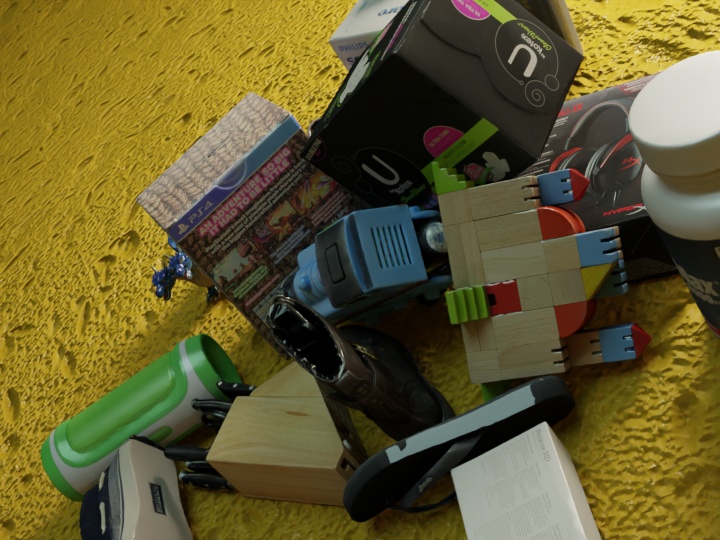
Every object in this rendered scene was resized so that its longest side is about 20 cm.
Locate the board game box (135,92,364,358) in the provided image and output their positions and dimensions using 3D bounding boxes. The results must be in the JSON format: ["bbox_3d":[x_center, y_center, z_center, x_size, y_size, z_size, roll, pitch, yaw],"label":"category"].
[{"bbox_3d":[-0.091,-0.044,1.051,0.159,0.200,0.097,-43,35,-8],"label":"board game box"}]

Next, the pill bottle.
[{"bbox_3d":[0.262,-0.046,0.725,0.119,0.200,0.120,-25,36,20],"label":"pill bottle"}]

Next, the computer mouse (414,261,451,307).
[{"bbox_3d":[0.072,-0.048,1.043,0.110,0.044,0.200,-44,36,13],"label":"computer mouse"}]

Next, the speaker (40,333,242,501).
[{"bbox_3d":[-0.218,0.147,1.055,0.200,0.089,0.089,-34,35,7],"label":"speaker"}]

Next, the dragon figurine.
[{"bbox_3d":[-0.178,-0.032,1.207,0.059,0.100,0.200,-18,39,26],"label":"dragon figurine"}]

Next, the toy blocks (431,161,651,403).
[{"bbox_3d":[0.143,0.002,0.818,0.136,0.201,0.100,-11,0,22],"label":"toy blocks"}]

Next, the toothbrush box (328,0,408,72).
[{"bbox_3d":[0.086,-0.186,1.048,0.146,0.200,0.085,1,50,45],"label":"toothbrush box"}]

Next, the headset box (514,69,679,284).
[{"bbox_3d":[0.210,-0.081,0.923,0.148,0.075,0.200,-13,42,34],"label":"headset box"}]

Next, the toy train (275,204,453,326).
[{"bbox_3d":[0.000,0.000,0.947,0.200,0.114,0.087,-27,72,56],"label":"toy train"}]

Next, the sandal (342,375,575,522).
[{"bbox_3d":[0.073,0.144,0.804,0.200,0.076,0.043,-31,58,13],"label":"sandal"}]

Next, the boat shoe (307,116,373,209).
[{"bbox_3d":[0.004,-0.107,1.080,0.072,0.059,0.200,-50,35,4],"label":"boat shoe"}]

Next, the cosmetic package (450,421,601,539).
[{"bbox_3d":[0.124,0.202,0.704,0.082,0.051,0.200,-31,35,15],"label":"cosmetic package"}]

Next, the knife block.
[{"bbox_3d":[-0.089,0.167,0.931,0.175,0.064,0.200,-37,35,4],"label":"knife block"}]

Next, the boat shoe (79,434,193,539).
[{"bbox_3d":[-0.205,0.251,0.952,0.093,0.075,0.200,-48,32,20],"label":"boat shoe"}]

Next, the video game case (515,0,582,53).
[{"bbox_3d":[0.120,-0.265,1.076,0.181,0.200,0.023,8,77,23],"label":"video game case"}]

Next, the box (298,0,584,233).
[{"bbox_3d":[0.066,-0.142,0.917,0.125,0.148,0.200,-62,13,-28],"label":"box"}]

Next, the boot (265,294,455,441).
[{"bbox_3d":[-0.014,0.067,0.864,0.069,0.174,0.200,-52,40,-1],"label":"boot"}]
